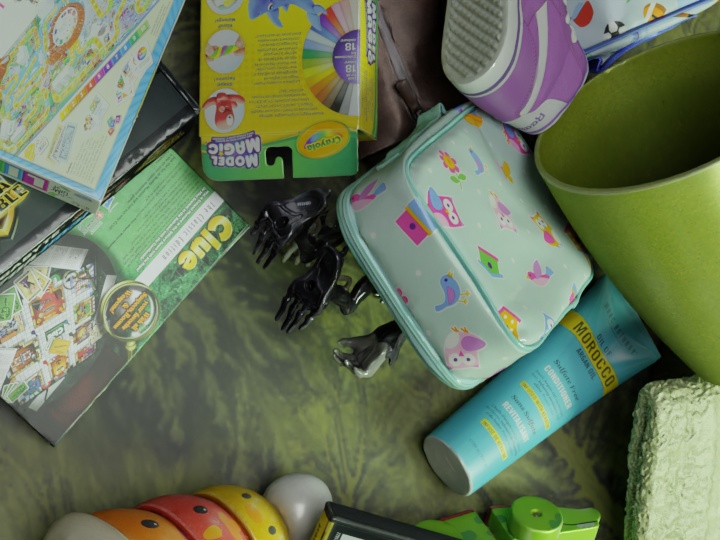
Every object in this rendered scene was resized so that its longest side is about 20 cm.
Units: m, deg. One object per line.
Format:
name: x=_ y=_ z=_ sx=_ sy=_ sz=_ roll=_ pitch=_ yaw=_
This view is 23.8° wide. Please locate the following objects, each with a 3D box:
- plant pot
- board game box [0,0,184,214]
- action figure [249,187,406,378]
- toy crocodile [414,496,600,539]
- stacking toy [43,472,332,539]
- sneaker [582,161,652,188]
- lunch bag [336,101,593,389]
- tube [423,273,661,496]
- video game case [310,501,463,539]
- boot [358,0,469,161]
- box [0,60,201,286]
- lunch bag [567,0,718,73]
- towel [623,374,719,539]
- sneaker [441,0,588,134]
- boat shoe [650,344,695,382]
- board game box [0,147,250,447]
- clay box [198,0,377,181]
plant pot: x=0.238 y=-0.026 z=1.157 sx=0.186 sy=0.187 sz=0.201 roll=-37 pitch=119 yaw=-19
board game box: x=-0.189 y=-0.155 z=1.080 sx=0.133 sy=0.034 sz=0.202 roll=23 pitch=73 yaw=-9
action figure: x=0.000 y=0.000 z=1.164 sx=0.199 sy=0.102 sz=0.120 roll=7 pitch=48 yaw=-57
toy crocodile: x=0.080 y=0.195 z=1.203 sx=0.198 sy=0.062 sz=0.068 roll=-8 pitch=127 yaw=-23
stacking toy: x=-0.097 y=0.185 z=1.116 sx=0.199 sy=0.145 sz=0.147 roll=-30 pitch=97 yaw=-38
sneaker: x=0.189 y=-0.051 z=1.253 sx=0.199 sy=0.075 sz=0.080 roll=-34 pitch=100 yaw=-19
lunch bag: x=0.070 y=-0.024 z=1.114 sx=0.161 sy=0.077 sz=0.200 roll=54 pitch=28 yaw=-3
tube: x=0.133 y=0.085 z=1.240 sx=0.199 sy=0.050 sz=0.078 roll=-36 pitch=106 yaw=-25
video game case: x=0.033 y=0.263 z=1.155 sx=0.198 sy=0.026 sz=0.182 roll=18 pitch=105 yaw=-19
boot: x=0.037 y=-0.190 z=1.203 sx=0.199 sy=0.072 sz=0.167 roll=-32 pitch=91 yaw=-9
box: x=-0.227 y=-0.098 z=1.100 sx=0.200 sy=0.046 sz=0.159 roll=-40 pitch=90 yaw=-19
lunch bag: x=0.176 y=-0.234 z=1.264 sx=0.198 sy=0.075 sz=0.162 roll=-24 pitch=97 yaw=-22
towel: x=0.253 y=0.164 z=1.251 sx=0.147 sy=0.036 sz=0.203 roll=-10 pitch=112 yaw=-26
sneaker: x=0.114 y=-0.190 z=1.175 sx=0.114 sy=0.072 sz=0.203 roll=30 pitch=65 yaw=-42
boat shoe: x=0.282 y=0.031 z=1.286 sx=0.063 sy=0.073 sz=0.203 roll=26 pitch=80 yaw=-24
board game box: x=-0.175 y=0.007 z=1.137 sx=0.105 sy=0.023 sz=0.200 roll=44 pitch=73 yaw=-10
clay box: x=-0.047 y=-0.159 z=1.136 sx=0.113 sy=0.048 sz=0.203 roll=-1 pitch=86 yaw=17
